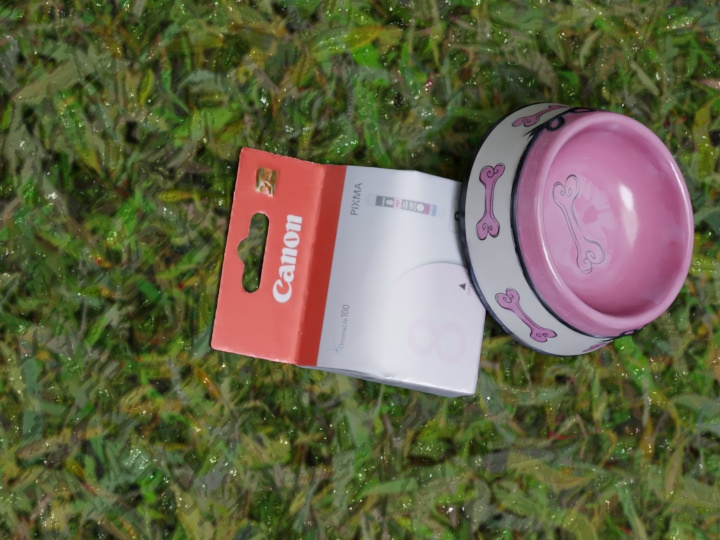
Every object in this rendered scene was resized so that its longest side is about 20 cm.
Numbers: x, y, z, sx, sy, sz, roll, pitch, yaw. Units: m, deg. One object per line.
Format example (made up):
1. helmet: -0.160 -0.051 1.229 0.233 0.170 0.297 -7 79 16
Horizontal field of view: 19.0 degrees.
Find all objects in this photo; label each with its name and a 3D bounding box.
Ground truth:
1. ink cartridge box: 0.000 0.000 1.618 0.200 0.057 0.163 13 77 -24
2. dog bowl: 0.174 -0.035 1.650 0.200 0.074 0.201 5 82 -36
